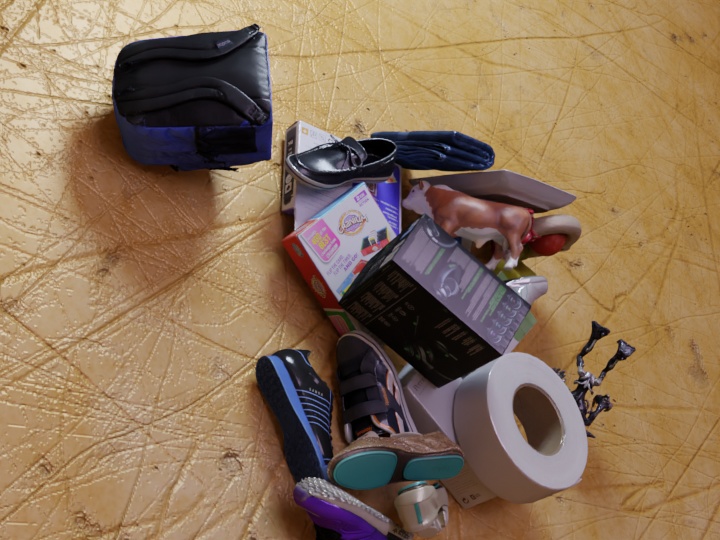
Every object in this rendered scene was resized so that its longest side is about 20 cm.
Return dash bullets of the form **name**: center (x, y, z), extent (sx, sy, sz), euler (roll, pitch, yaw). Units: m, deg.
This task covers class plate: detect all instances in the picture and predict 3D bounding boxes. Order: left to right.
- **plate**: center (0.210, -0.118, 1.672), extent (0.200, 0.199, 0.032), euler (13, 79, -44)

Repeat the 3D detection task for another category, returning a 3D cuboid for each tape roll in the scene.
- **tape roll**: center (0.225, 0.219, 1.462), extent (0.202, 0.071, 0.203), euler (25, 49, -32)

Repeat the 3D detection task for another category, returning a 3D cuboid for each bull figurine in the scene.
- **bull figurine**: center (0.157, -0.068, 1.579), extent (0.199, 0.065, 0.122), euler (10, 75, 4)

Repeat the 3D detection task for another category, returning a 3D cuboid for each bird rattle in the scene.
- **bird rattle**: center (0.276, -0.058, 1.699), extent (0.162, 0.200, 0.113), euler (-12, 62, -3)

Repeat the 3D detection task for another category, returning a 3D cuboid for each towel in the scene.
- **towel**: center (0.105, -0.181, 1.622), extent (0.111, 0.200, 0.049), euler (13, 87, -38)

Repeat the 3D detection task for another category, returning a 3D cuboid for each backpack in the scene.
- **backpack**: center (-0.217, -0.206, 1.361), extent (0.199, 0.168, 0.163), euler (-3, 58, -8)

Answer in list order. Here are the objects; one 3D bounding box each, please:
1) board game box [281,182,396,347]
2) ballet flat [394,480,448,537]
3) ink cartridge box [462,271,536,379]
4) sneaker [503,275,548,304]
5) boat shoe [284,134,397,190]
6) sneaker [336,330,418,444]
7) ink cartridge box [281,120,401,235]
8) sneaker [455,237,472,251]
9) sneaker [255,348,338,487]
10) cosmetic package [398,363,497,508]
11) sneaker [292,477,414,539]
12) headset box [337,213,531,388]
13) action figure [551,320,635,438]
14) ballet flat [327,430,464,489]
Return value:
- **board game box**: center (0.000, 0.000, 1.475), extent (0.153, 0.040, 0.200), euler (-39, 103, -36)
- **ballet flat**: center (0.080, 0.306, 1.328), extent (0.200, 0.069, 0.070), euler (45, 24, -73)
- **ink cartridge box**: center (0.185, 0.093, 1.617), extent (0.104, 0.059, 0.200), euler (54, 42, -2)
- **sneaker**: center (0.217, 0.055, 1.586), extent (0.200, 0.070, 0.081), euler (-15, 90, -44)
- **boat shoe**: center (-0.024, -0.159, 1.502), extent (0.199, 0.062, 0.075), euler (-8, 49, -41)
- **sneaker**: center (0.013, 0.178, 1.394), extent (0.079, 0.078, 0.201), euler (-19, 80, -53)
- **ink cartridge box**: center (-0.025, -0.100, 1.556), extent (0.198, 0.043, 0.201), euler (21, 54, -31)
- **sneaker**: center (0.124, -0.023, 1.635), extent (0.089, 0.079, 0.201), euler (17, 55, -10)
- **sneaker**: center (-0.061, 0.190, 1.324), extent (0.078, 0.070, 0.201), euler (-11, 73, -40)
- **cosmetic package**: center (0.127, 0.222, 1.476), extent (0.200, 0.071, 0.101), euler (50, 43, -6)
- **sneaker**: center (-0.019, 0.324, 1.258), extent (0.200, 0.069, 0.100), euler (38, 80, -38)
- **headset box**: center (0.100, 0.049, 1.377), extent (0.200, 0.174, 0.093), euler (40, 59, -6)
- **action figure**: center (0.353, 0.187, 1.672), extent (0.119, 0.200, 0.102), euler (34, 2, 12)
- **ballet flat**: center (0.037, 0.233, 1.318), extent (0.199, 0.071, 0.065), euler (7, 28, -32)
